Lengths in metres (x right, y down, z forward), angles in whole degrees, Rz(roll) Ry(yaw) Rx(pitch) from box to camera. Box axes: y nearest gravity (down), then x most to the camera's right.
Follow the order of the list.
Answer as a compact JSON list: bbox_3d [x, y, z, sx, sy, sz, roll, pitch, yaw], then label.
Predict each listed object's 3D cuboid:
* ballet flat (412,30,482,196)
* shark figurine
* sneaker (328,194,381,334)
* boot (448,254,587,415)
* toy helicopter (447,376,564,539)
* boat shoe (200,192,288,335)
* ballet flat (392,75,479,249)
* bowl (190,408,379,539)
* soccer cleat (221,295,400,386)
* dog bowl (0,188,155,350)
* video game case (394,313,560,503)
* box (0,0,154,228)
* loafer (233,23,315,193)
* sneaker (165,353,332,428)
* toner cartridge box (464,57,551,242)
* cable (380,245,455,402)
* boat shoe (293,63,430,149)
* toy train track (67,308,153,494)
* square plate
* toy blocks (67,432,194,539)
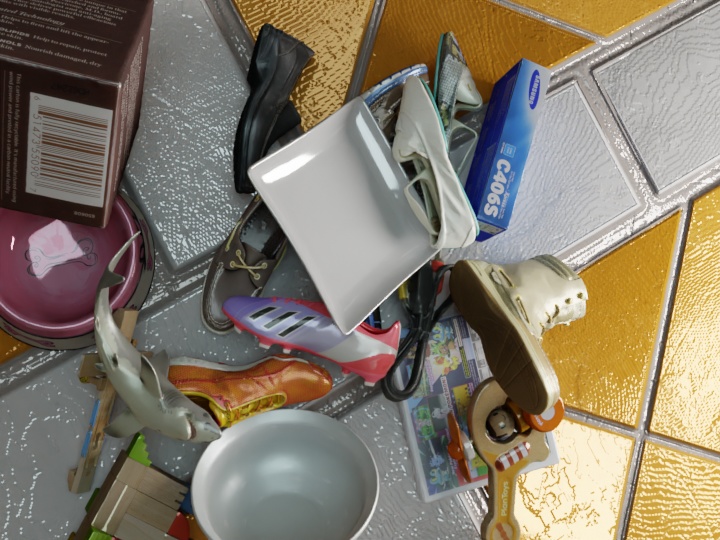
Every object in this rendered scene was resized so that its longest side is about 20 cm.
[{"bbox_3d":[0.112,-0.184,1.096,0.071,0.072,0.205,12,86,-11],"label":"ballet flat"},{"bbox_3d":[-0.225,0.082,0.932,0.126,0.089,0.218,-20,101,29],"label":"shark figurine"},{"bbox_3d":[0.000,0.000,1.051,0.077,0.069,0.204,-22,104,-44],"label":"sneaker"},{"bbox_3d":[0.206,0.064,1.037,0.153,0.073,0.202,-5,49,-31],"label":"boot"},{"bbox_3d":[0.154,0.221,1.035,0.129,0.079,0.205,0,95,-18],"label":"toy helicopter"},{"bbox_3d":[-0.122,-0.022,1.030,0.071,0.059,0.202,30,78,-8],"label":"boat shoe"},{"bbox_3d":[0.073,-0.117,1.025,0.068,0.069,0.204,-21,93,-14],"label":"ballet flat"},{"bbox_3d":[-0.079,0.253,0.969,0.196,0.092,0.203,2,39,-1],"label":"bowl"},{"bbox_3d":[-0.052,0.058,0.991,0.197,0.067,0.078,22,97,-3],"label":"soccer cleat"},{"bbox_3d":[-0.321,-0.017,0.979,0.196,0.074,0.205,1,83,-12],"label":"dog bowl"},{"bbox_3d":[0.133,0.153,1.085,0.179,0.023,0.204,-12,87,-14],"label":"video game case"},{"bbox_3d":[-0.309,-0.178,0.910,0.161,0.168,0.202,10,36,-10],"label":"box"},{"bbox_3d":[-0.101,-0.182,1.051,0.071,0.073,0.204,14,81,-15],"label":"loafer"},{"bbox_3d":[-0.127,0.139,0.995,0.195,0.074,0.078,-4,48,-4],"label":"sneaker"},{"bbox_3d":[0.169,-0.141,1.093,0.042,0.095,0.204,19,80,-10],"label":"toner cartridge box"},{"bbox_3d":[0.068,0.058,1.063,0.096,0.050,0.204,16,73,-25],"label":"cable"},{"bbox_3d":[0.008,-0.169,1.078,0.198,0.072,0.073,-35,96,-4],"label":"boat shoe"},{"bbox_3d":[-0.282,0.136,0.973,0.032,0.114,0.204,17,94,24],"label":"toy train track"},{"bbox_3d":[-0.014,-0.063,0.992,0.199,0.028,0.200,-39,104,-39],"label":"square plate"},{"bbox_3d":[-0.228,0.292,0.960,0.135,0.100,0.203,31,77,-19],"label":"toy blocks"}]
